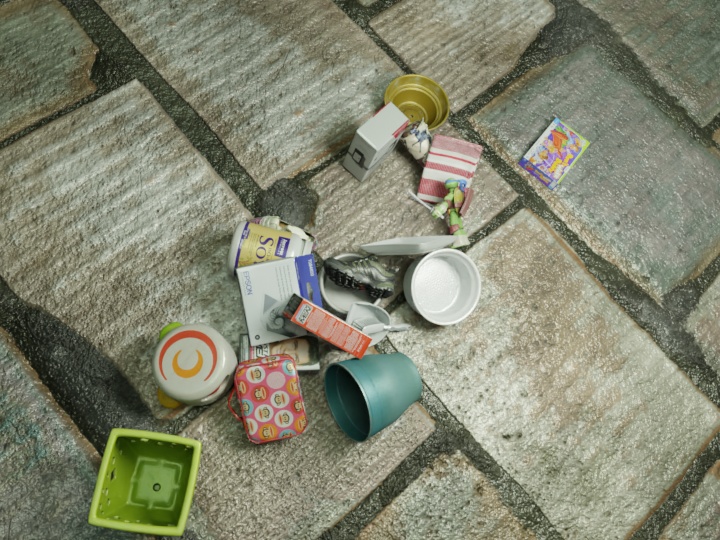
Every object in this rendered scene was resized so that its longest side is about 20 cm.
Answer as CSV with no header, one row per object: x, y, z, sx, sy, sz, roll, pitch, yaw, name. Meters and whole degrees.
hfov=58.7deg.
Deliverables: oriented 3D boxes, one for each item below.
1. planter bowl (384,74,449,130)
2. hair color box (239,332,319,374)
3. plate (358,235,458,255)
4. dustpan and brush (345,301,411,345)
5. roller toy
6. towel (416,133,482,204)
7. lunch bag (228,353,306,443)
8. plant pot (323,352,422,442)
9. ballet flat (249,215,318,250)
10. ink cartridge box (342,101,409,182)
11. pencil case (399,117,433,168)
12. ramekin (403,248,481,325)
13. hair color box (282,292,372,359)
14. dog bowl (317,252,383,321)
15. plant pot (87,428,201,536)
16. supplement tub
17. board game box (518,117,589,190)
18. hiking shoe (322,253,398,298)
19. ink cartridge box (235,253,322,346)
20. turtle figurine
0.163,-0.487,1.938,0.200,0.083,0.201,3,70,-9,planter bowl
-0.206,0.212,1.622,0.199,0.061,0.099,0,69,-11,hair color box
0.130,-0.066,1.692,0.199,0.200,0.032,-13,100,-53,plate
0.050,0.146,1.680,0.200,0.140,0.057,-3,29,-42,dustpan and brush
-0.394,0.231,1.539,0.182,0.140,0.201,2,71,2,roller toy
0.252,-0.279,1.833,0.144,0.200,0.023,13,28,-5,towel
-0.228,0.310,1.538,0.176,0.082,0.201,-10,97,-11,lunch bag
0.041,0.291,1.574,0.188,0.200,0.200,-18,73,-30,plant pot
-0.208,-0.109,1.736,0.200,0.071,0.069,20,67,-2,ballet flat
0.040,-0.359,1.807,0.083,0.200,0.145,43,68,3,ink cartridge box
0.203,-0.342,1.856,0.200,0.089,0.078,46,40,-21,pencil case
0.212,0.041,1.710,0.200,0.098,0.201,-1,94,-17,ramekin
-0.081,0.133,1.544,0.200,0.111,0.064,33,86,-18,hair color box
-0.026,0.043,1.719,0.200,0.059,0.201,4,69,-10,dog bowl
-0.462,0.470,1.414,0.198,0.182,0.200,11,68,-7,plant pot
-0.234,-0.038,1.665,0.199,0.145,0.146,13,68,-5,supplement tub
0.604,-0.364,1.992,0.134,0.045,0.200,39,68,6,board game box
0.000,0.000,1.679,0.200,0.076,0.101,22,56,-9,hiking shoe
-0.193,0.071,1.582,0.200,0.041,0.200,-12,98,-15,ink cartridge box
0.227,-0.151,1.803,0.200,0.144,0.194,-16,88,-15,turtle figurine
